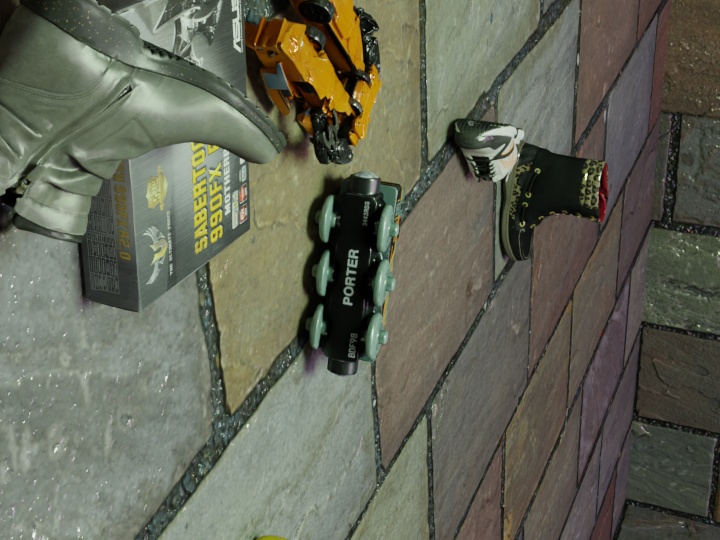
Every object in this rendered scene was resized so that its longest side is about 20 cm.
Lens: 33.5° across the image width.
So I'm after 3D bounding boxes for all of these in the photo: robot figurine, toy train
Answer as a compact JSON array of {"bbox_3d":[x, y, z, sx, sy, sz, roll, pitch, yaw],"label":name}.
[{"bbox_3d":[-0.035,-0.182,1.033,0.200,0.057,0.147,55,50,-61],"label":"robot figurine"},{"bbox_3d":[0.000,0.000,1.185,0.114,0.084,0.204,-38,135,-73],"label":"toy train"}]

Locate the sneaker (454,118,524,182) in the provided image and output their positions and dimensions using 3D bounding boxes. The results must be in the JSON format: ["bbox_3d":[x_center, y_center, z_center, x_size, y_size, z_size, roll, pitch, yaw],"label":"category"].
[{"bbox_3d":[0.168,-0.153,1.552,0.199,0.073,0.082,-3,105,-68],"label":"sneaker"}]

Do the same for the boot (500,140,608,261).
[{"bbox_3d":[0.288,-0.093,1.779,0.073,0.148,0.203,-50,144,-51],"label":"boot"}]

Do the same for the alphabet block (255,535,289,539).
[{"bbox_3d":[-0.037,0.401,1.112,0.196,0.193,0.202,-59,151,-44],"label":"alphabet block"}]

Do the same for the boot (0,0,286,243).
[{"bbox_3d":[-0.146,-0.074,0.710,0.199,0.067,0.132,27,92,-41],"label":"boot"}]

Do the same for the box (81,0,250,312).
[{"bbox_3d":[-0.135,-0.096,0.827,0.158,0.048,0.203,-43,139,-58],"label":"box"}]
